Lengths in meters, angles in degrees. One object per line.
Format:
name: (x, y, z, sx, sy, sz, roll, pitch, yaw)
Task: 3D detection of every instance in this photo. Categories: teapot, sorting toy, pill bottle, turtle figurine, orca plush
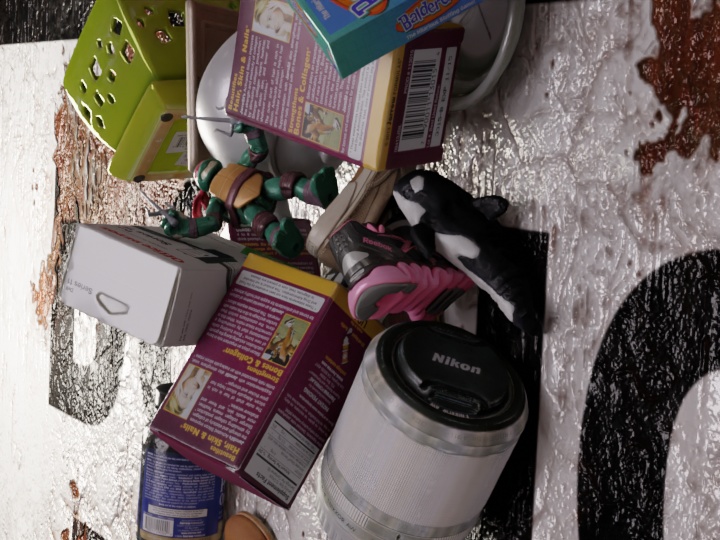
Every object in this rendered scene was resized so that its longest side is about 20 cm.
teapot: (-0.066, -0.165, 1.652, 0.146, 0.197, 0.201, 43, 165, 37)
sorting toy: (-0.141, -0.198, 1.772, 0.036, 0.199, 0.188, -2, 88, 31)
pill bottle: (-0.224, 0.249, 1.985, 0.111, 0.111, 0.203, 19, 107, 58)
turtle figurine: (-0.121, -0.085, 1.576, 0.199, 0.100, 0.151, 23, 88, 35)
orca plush: (0.108, -0.033, 1.426, 0.071, 0.104, 0.201, -57, 45, 29)

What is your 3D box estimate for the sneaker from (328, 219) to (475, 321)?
sneaker: (0.037, -0.007, 1.455, 0.079, 0.199, 0.096, -42, 67, 19)

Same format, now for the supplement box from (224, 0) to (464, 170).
supplement box: (-0.018, -0.185, 1.464, 0.199, 0.103, 0.133, 24, 114, 34)

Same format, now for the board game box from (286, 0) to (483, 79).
board game box: (0.035, -0.267, 1.364, 0.153, 0.198, 0.045, 56, 174, 43)

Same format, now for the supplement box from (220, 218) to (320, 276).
supplement box: (-0.105, 0.060, 1.745, 0.131, 0.102, 0.203, 130, 134, -56)

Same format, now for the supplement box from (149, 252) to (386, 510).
supplement box: (-0.086, 0.104, 1.497, 0.130, 0.103, 0.201, 19, 73, 40)

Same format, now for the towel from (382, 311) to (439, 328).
towel: (0.028, 0.095, 1.636, 0.199, 0.023, 0.146, -14, 79, 60)

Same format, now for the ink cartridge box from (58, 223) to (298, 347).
ink cartridge box: (-0.179, 0.013, 1.573, 0.145, 0.199, 0.084, 21, 101, 30)

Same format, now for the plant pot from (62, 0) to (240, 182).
plant pot: (-0.225, -0.224, 1.911, 0.199, 0.198, 0.183, -52, 53, 46)

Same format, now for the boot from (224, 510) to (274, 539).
boot: (-0.169, 0.377, 1.847, 0.077, 0.153, 0.202, -54, 46, 46)

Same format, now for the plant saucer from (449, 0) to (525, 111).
plant saucer: (0.105, -0.249, 1.472, 0.199, 0.050, 0.203, 0, 90, 61)

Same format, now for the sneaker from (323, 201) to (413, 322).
sneaker: (0.000, 0.000, 1.616, 0.199, 0.073, 0.113, -35, 38, 37)

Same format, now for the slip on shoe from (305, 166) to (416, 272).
slip on shoe: (0.026, -0.084, 1.537, 0.060, 0.201, 0.076, 33, 163, 14)

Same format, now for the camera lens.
camera lens: (0.054, 0.160, 1.452, 0.161, 0.158, 0.202, 58, 138, 42)
